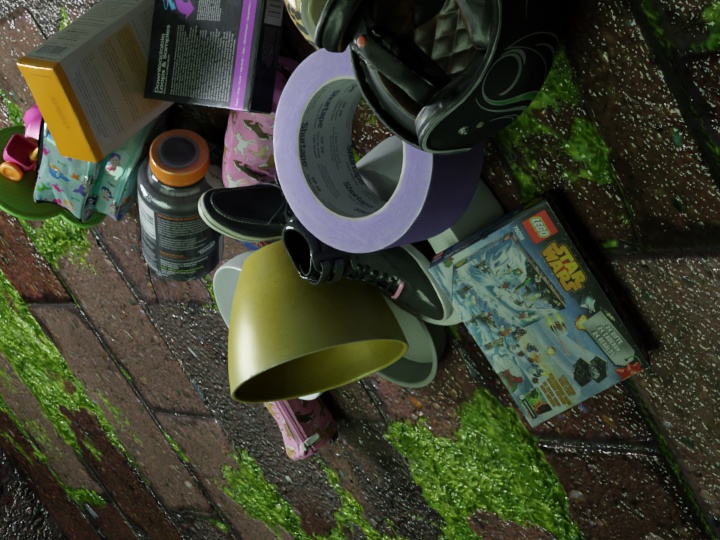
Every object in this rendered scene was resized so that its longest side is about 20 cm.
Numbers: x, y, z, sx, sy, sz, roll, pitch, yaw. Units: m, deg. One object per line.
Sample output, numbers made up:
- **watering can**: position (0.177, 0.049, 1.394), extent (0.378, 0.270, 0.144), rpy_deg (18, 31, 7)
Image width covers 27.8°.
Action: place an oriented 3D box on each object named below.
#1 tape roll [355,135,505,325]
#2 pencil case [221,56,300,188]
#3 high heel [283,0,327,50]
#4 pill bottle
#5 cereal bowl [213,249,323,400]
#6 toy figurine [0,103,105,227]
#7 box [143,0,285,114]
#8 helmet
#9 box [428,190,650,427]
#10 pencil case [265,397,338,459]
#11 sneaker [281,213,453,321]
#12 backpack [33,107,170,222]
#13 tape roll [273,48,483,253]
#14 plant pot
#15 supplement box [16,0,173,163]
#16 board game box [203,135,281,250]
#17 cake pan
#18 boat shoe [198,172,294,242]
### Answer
- **tape roll**: position (0.065, -0.041, 1.537), extent (0.202, 0.071, 0.203), rpy_deg (34, 148, 24)
- **pencil case**: position (-0.105, -0.153, 1.625), extent (0.200, 0.086, 0.083), rpy_deg (107, 149, -58)
- **high heel**: position (-0.075, -0.305, 1.428), extent (0.142, 0.071, 0.201), rpy_deg (33, 150, 45)
- **pill bottle**: position (-0.220, -0.083, 1.783), extent (0.106, 0.106, 0.200), rpy_deg (37, 150, 19)
- **cereal bowl**: position (-0.086, 0.055, 1.774), extent (0.200, 0.083, 0.201), rpy_deg (37, 150, 26)
- **toy figurine**: position (-0.412, -0.162, 2.015), extent (0.199, 0.151, 0.184), rpy_deg (31, 145, -15)
- **box**: position (-0.158, -0.247, 1.554), extent (0.199, 0.036, 0.144), rpy_deg (14, 98, 46)
- **helmet**: position (0.071, -0.195, 1.216), extent (0.199, 0.191, 0.201), rpy_deg (2, 95, 21)
- **box**: position (0.177, 0.040, 1.433), extent (0.137, 0.040, 0.200), rpy_deg (-29, 104, 18)
- **pencil case**: position (-0.106, 0.162, 1.995), extent (0.086, 0.083, 0.201), rpy_deg (5, 129, 52)
- **sneaker**: position (0.000, 0.000, 1.502), extent (0.200, 0.099, 0.071), rpy_deg (44, 149, 6)
- **backpack**: position (-0.325, -0.172, 1.813), extent (0.150, 0.178, 0.200), rpy_deg (20, 142, 5)
- **tape roll**: position (0.015, -0.121, 1.404), extent (0.199, 0.085, 0.201), rpy_deg (10, 106, 38)
- **plant pot**: position (-0.061, 0.045, 1.588), extent (0.200, 0.199, 0.143), rpy_deg (133, 124, -61)
- **supplement box**: position (-0.273, -0.230, 1.638), extent (0.073, 0.200, 0.126), rpy_deg (13, 135, 41)
- **board game box**: position (-0.123, -0.071, 1.805), extent (0.200, 0.029, 0.135), rpy_deg (31, 146, 29)
- **cake pan**: position (0.025, 0.051, 1.740), extent (0.200, 0.037, 0.201), rpy_deg (34, 148, 25)
- **boat shoe**: position (-0.083, -0.071, 1.622), extent (0.062, 0.199, 0.075), rpy_deg (120, 148, -45)
